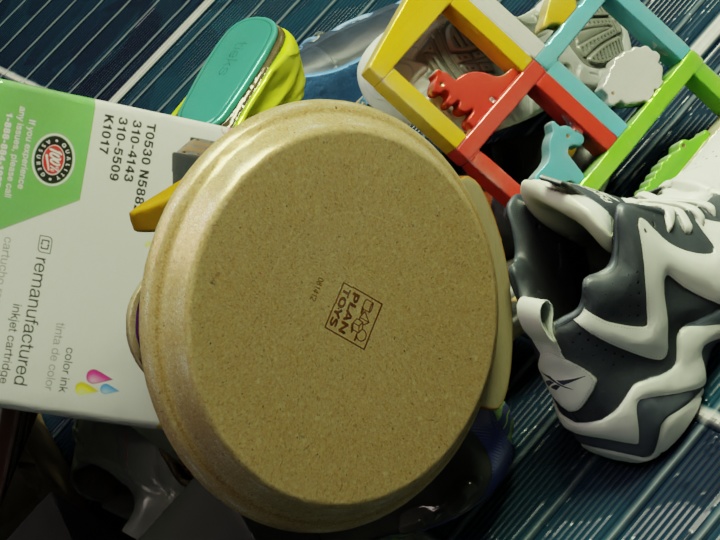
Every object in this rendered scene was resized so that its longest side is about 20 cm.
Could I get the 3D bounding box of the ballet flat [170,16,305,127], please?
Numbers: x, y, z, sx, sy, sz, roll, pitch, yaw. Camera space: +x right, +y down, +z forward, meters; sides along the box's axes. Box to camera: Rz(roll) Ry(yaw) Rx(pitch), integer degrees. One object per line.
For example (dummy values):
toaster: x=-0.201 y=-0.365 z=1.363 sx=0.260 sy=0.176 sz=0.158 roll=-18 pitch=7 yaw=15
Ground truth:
ballet flat: x=-0.093 y=-0.059 z=1.035 sx=0.067 sy=0.067 sz=0.200 roll=16 pitch=56 yaw=35

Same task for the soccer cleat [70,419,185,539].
soccer cleat: x=-0.142 y=0.090 z=1.054 sx=0.078 sy=0.069 sz=0.200 roll=-35 pitch=37 yaw=-13

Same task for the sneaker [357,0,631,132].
sneaker: x=0.064 y=-0.104 z=1.027 sx=0.200 sy=0.078 sz=0.099 roll=-12 pitch=-12 yaw=-44

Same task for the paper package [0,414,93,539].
paper package: x=-0.267 y=0.158 z=1.068 sx=0.200 sy=0.104 sz=0.191 roll=-41 pitch=34 yaw=-3

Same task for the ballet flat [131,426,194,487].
ballet flat: x=-0.116 y=0.027 z=0.937 sx=0.070 sy=0.200 sz=0.065 roll=-22 pitch=15 yaw=49

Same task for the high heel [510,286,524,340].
high heel: x=0.000 y=0.000 z=0.959 sx=0.200 sy=0.143 sz=0.071 roll=-28 pitch=-7 yaw=25

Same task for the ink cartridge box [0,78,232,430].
ink cartridge box: x=-0.094 y=0.001 z=0.863 sx=0.084 sy=0.200 sz=0.145 roll=-177 pitch=97 yaw=-67

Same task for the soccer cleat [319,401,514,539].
soccer cleat: x=-0.008 y=0.113 z=0.927 sx=0.200 sy=0.065 sz=0.084 roll=-23 pitch=8 yaw=30

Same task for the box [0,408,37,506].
box: x=-0.202 y=0.037 z=0.987 sx=0.200 sy=0.075 sz=0.100 roll=-85 pitch=9 yaw=-70

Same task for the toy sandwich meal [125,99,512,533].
toy sandwich meal: x=-0.018 y=0.017 z=0.802 sx=0.070 sy=0.205 sz=0.205 roll=2 pitch=52 yaw=55

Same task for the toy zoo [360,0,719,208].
toy zoo: x=0.093 y=-0.103 z=0.948 sx=0.131 sy=0.200 sz=0.020 roll=-50 pitch=5 yaw=-14

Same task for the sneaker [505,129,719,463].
sneaker: x=0.135 y=-0.023 z=0.866 sx=0.079 sy=0.130 sz=0.199 roll=15 pitch=62 yaw=49

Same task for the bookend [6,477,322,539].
bookend: x=-0.096 y=0.169 z=0.871 sx=0.199 sy=0.092 sz=0.200 roll=-49 pitch=36 yaw=6

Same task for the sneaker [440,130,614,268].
sneaker: x=0.040 y=-0.036 z=1.004 sx=0.200 sy=0.090 sz=0.070 roll=-28 pitch=36 yaw=18

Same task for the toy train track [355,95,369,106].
toy train track: x=-0.022 y=-0.090 z=1.093 sx=0.200 sy=0.033 sz=0.115 roll=-42 pitch=-8 yaw=27

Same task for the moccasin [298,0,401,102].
moccasin: x=-0.012 y=-0.117 z=1.172 sx=0.200 sy=0.081 sz=0.068 roll=-23 pitch=31 yaw=1
